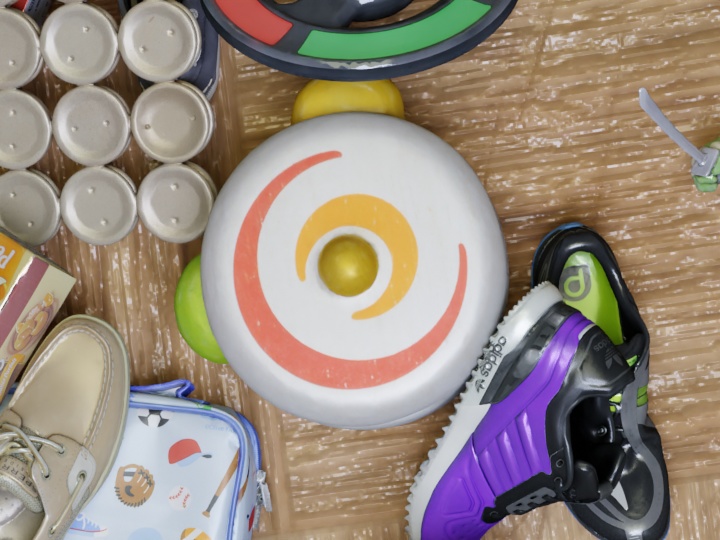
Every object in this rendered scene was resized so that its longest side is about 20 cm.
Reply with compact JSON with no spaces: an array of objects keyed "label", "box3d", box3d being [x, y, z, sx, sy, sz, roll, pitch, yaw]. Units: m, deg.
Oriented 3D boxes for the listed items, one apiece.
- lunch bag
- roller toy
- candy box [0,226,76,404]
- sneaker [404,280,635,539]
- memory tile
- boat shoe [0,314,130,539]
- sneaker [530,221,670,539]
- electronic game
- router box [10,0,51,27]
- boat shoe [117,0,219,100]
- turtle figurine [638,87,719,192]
[{"label":"lunch bag","box3d":[-0.155,0.144,1.346,0.198,0.076,0.162,6,84,7]},{"label":"roller toy","box3d":[0.000,0.000,1.308,0.182,0.140,0.201,37,89,7]},{"label":"candy box","box3d":[-0.282,0.002,1.346,0.199,0.055,0.116,31,89,28]},{"label":"sneaker","box3d":[0.098,0.113,1.281,0.099,0.069,0.201,35,124,19]},{"label":"memory tile","box3d":[-0.166,-0.113,1.338,0.152,0.017,0.202,-3,103,11]},{"label":"boat shoe","box3d":[-0.193,0.120,1.285,0.072,0.065,0.201,23,84,10]},{"label":"sneaker","box3d":[0.140,0.070,1.317,0.070,0.083,0.202,-11,85,1]},{"label":"electronic game","box3d":[0.000,-0.183,1.325,0.198,0.042,0.201,-2,46,2]},{"label":"router box","box3d":[-0.280,-0.204,1.389,0.178,0.049,0.201,24,94,7]},{"label":"boat shoe","box3d":[-0.122,-0.201,1.374,0.072,0.063,0.202,-6,85,5]},{"label":"turtle figurine","box3d":[0.261,-0.046,1.277,0.143,0.200,0.196,-18,93,19]}]
